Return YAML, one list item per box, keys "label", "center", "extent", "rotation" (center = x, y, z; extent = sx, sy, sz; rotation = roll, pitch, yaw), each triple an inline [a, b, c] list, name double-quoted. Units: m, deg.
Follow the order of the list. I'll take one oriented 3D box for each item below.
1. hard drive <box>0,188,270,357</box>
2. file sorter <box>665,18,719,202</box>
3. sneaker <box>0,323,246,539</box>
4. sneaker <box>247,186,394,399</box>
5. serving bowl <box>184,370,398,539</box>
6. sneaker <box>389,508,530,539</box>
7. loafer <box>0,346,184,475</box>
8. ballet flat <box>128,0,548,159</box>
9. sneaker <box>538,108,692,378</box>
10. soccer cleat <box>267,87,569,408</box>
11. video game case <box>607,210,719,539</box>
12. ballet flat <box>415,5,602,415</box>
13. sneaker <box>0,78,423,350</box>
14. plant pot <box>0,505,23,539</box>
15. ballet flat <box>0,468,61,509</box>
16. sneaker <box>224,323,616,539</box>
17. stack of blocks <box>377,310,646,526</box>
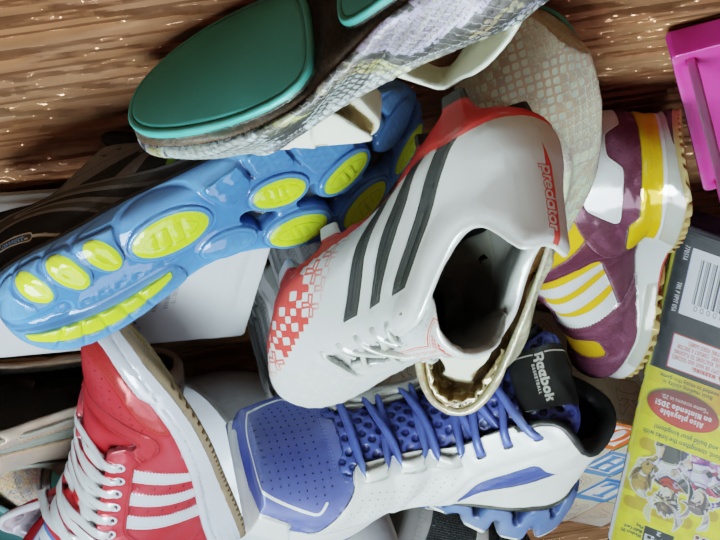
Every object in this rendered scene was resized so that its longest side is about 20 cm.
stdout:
- label: "hard drive"
  center: [-0.144, 0.002, 1.221]
  extent: [0.198, 0.026, 0.132]
  rotation: [-4, 154, -13]
- label: "file sorter"
  center: [0.250, -0.045, 1.165]
  extent: [0.199, 0.126, 0.139]
  rotation: [-14, 155, 7]
- label: "sneaker"
  center: [-0.126, 0.101, 1.270]
  extent: [0.112, 0.071, 0.200]
  rotation: [-30, 147, -8]
- label: "sneaker"
  center: [0.000, 0.000, 1.240]
  extent: [0.081, 0.075, 0.200]
  rotation: [-13, 167, -16]
- label: "serving bowl"
  center: [-0.026, 0.137, 1.373]
  extent: [0.065, 0.201, 0.200]
  rotation: [-23, 159, -17]
- label: "sneaker"
  center: [0.026, 0.167, 1.502]
  extent: [0.111, 0.074, 0.200]
  rotation: [23, 164, -20]
- label: "loafer"
  center: [-0.180, 0.066, 1.308]
  extent: [0.199, 0.072, 0.063]
  rotation: [-4, 138, -28]
- label: "ballet flat"
  center: [0.000, -0.084, 1.039]
  extent: [0.200, 0.072, 0.072]
  rotation: [-29, 150, 30]
- label: "sneaker"
  center: [0.097, -0.013, 1.247]
  extent: [0.089, 0.075, 0.200]
  rotation: [0, 148, -3]
- label: "soccer cleat"
  center: [0.021, 0.011, 1.083]
  extent: [0.068, 0.086, 0.200]
  rotation: [8, 141, -32]
- label: "video game case"
  center: [0.226, 0.086, 1.269]
  extent: [0.199, 0.182, 0.025]
  rotation: [20, -154, 21]
- label: "ballet flat"
  center: [0.061, -0.018, 1.138]
  extent: [0.067, 0.063, 0.201]
  rotation: [14, 131, 8]
- label: "sneaker"
  center: [-0.068, -0.039, 1.121]
  extent: [0.199, 0.083, 0.071]
  rotation: [-25, 134, -6]
- label: "plant pot"
  center: [-0.249, 0.199, 1.424]
  extent: [0.141, 0.142, 0.200]
  rotation: [30, 158, -27]
- label: "ballet flat"
  center: [-0.165, 0.126, 1.446]
  extent: [0.067, 0.068, 0.200]
  rotation: [4, 152, 14]
- label: "sneaker"
  center: [0.041, 0.070, 1.266]
  extent: [0.198, 0.081, 0.115]
  rotation: [2, 146, -31]
- label: "stack of blocks"
  center: [0.100, 0.080, 1.444]
  extent: [0.199, 0.059, 0.115]
  rotation: [14, 145, -43]
